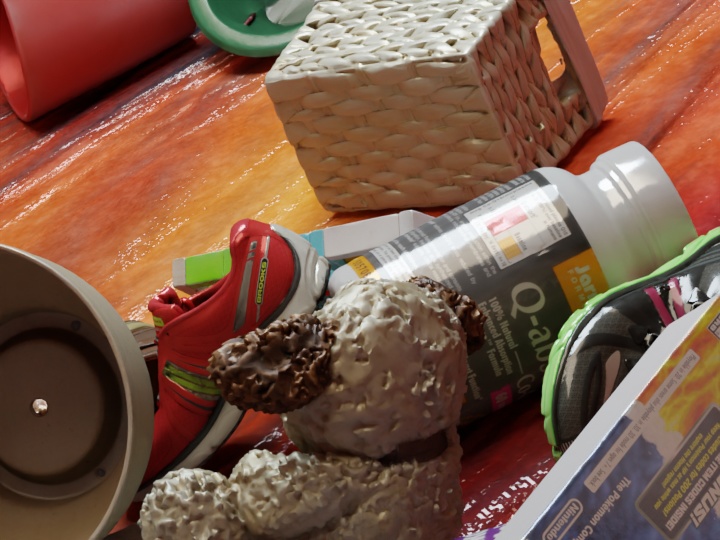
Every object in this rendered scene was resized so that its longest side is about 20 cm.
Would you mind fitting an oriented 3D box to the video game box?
[{"bbox_3d":[0.157,0.136,0.981,0.200,0.182,0.047,-46,5,-39],"label":"video game box"}]

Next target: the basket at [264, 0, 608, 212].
[{"bbox_3d":[0.050,-0.127,1.645,0.200,0.136,0.123,-4,33,37],"label":"basket"}]

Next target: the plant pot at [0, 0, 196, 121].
[{"bbox_3d":[-0.254,-0.255,2.116,0.177,0.201,0.200,-21,23,-16],"label":"plant pot"}]

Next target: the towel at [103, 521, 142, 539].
[{"bbox_3d":[-0.107,0.191,1.269,0.132,0.035,0.200,-22,24,8],"label":"towel"}]

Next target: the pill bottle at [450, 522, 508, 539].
[{"bbox_3d":[0.056,0.176,1.063,0.200,0.112,0.111,-18,25,11],"label":"pill bottle"}]

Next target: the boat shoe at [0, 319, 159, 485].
[{"bbox_3d":[-0.177,0.096,1.471,0.068,0.072,0.200,1,32,46],"label":"boat shoe"}]

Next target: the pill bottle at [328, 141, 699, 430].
[{"bbox_3d":[0.091,0.010,1.356,0.200,0.117,0.116,-27,25,-5],"label":"pill bottle"}]

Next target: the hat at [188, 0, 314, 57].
[{"bbox_3d":[-0.053,-0.243,2.103,0.165,0.176,0.200,-15,63,12],"label":"hat"}]

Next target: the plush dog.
[{"bbox_3d":[0.002,0.088,1.193,0.160,0.172,0.200,18,22,37],"label":"plush dog"}]

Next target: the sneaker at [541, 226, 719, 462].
[{"bbox_3d":[0.177,0.039,1.276,0.200,0.077,0.084,-38,30,-23],"label":"sneaker"}]

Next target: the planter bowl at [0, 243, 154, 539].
[{"bbox_3d":[-0.202,0.083,1.345,0.200,0.201,0.135,-17,-4,15],"label":"planter bowl"}]

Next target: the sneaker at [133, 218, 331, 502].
[{"bbox_3d":[-0.097,0.050,1.404,0.200,0.085,0.077,-54,5,19],"label":"sneaker"}]

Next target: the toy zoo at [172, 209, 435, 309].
[{"bbox_3d":[0.000,0.000,1.467,0.200,0.131,0.020,-11,71,24],"label":"toy zoo"}]
